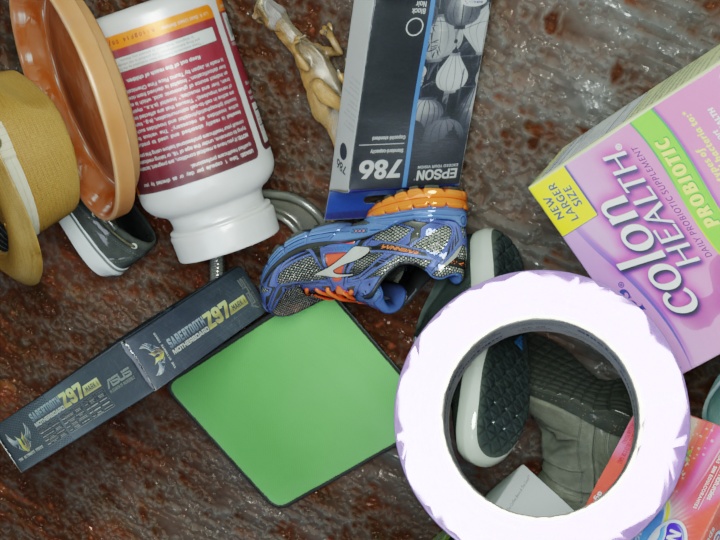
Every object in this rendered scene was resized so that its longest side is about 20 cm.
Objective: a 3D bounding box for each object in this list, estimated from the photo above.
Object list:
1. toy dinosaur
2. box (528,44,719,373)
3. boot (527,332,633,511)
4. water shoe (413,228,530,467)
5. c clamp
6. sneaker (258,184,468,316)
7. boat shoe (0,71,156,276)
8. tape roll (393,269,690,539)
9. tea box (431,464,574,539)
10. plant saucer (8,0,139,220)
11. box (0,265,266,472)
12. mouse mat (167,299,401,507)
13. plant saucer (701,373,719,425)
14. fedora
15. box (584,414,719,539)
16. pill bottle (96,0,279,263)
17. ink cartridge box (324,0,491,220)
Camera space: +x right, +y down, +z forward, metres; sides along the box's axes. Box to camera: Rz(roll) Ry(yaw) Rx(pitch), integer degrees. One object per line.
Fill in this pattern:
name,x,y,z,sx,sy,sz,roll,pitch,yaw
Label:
toy dinosaur,-0.019,-0.127,1.268,0.106,0.060,0.201,-9,104,50
box,0.255,-0.052,1.150,0.200,0.097,0.176,-33,96,31
boot,0.155,0.134,1.298,0.199,0.068,0.131,24,125,13
water shoe,0.082,0.064,1.236,0.079,0.201,0.071,-18,138,33
c clamp,-0.100,0.018,1.372,0.170,0.027,0.201,16,118,16
sneaker,0.000,0.000,1.259,0.199,0.075,0.079,-24,68,35
boat shoe,-0.243,-0.088,1.366,0.056,0.069,0.201,-27,106,26
tape roll,0.124,0.103,1.119,0.199,0.066,0.202,-1,81,6
tea box,0.085,0.299,1.298,0.134,0.200,0.197,43,135,-1
plant saucer,-0.216,-0.137,1.244,0.201,0.032,0.201,51,154,36
box,-0.190,0.081,1.341,0.200,0.158,0.051,-32,93,40
mouse mat,-0.053,0.112,1.392,0.199,0.008,0.161,-33,106,29
plant saucer,0.341,0.076,1.160,0.198,0.036,0.200,-2,147,-1
fedora,-0.276,-0.090,1.273,0.201,0.082,0.201,44,149,35
box,0.212,0.211,1.167,0.094,0.201,0.103,18,159,38
pill bottle,-0.134,-0.113,1.270,0.112,0.113,0.201,-13,101,27
ink cartridge box,0.035,-0.122,1.217,0.039,0.099,0.201,-131,42,-52
